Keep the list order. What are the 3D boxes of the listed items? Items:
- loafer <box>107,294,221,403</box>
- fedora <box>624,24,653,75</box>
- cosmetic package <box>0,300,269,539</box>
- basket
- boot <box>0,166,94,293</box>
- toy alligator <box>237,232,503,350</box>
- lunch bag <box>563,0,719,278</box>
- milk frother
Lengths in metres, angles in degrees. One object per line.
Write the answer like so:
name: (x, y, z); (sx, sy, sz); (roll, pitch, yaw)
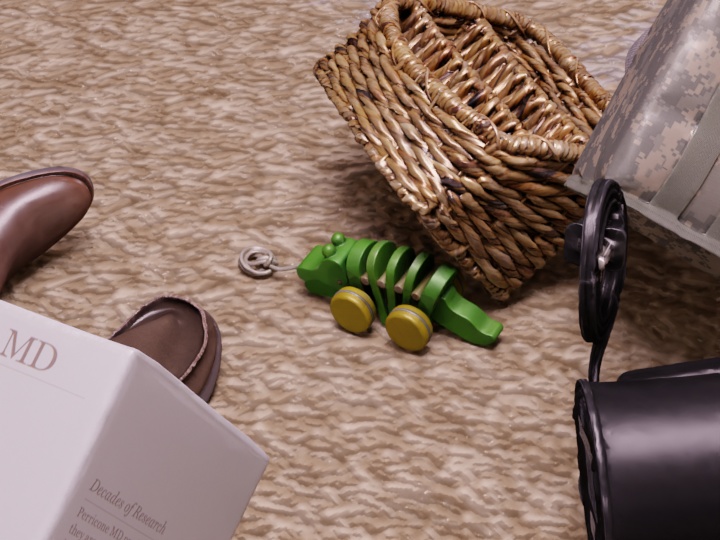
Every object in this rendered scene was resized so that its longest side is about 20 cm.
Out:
loafer: (-0.149, 0.077, 1.101); (0.073, 0.071, 0.200); (15, 46, 23)
fedora: (0.272, -0.099, 1.221); (0.199, 0.091, 0.177); (10, 45, 9)
cosmetic package: (-0.183, 0.132, 0.920); (0.167, 0.166, 0.201); (18, 75, 28)
basket: (0.075, -0.109, 1.191); (0.149, 0.143, 0.200); (-40, 43, 8)
boot: (-0.224, 0.033, 1.168); (0.186, 0.064, 0.200); (-32, 42, -7)
toy alligator: (0.000, 0.000, 1.179); (0.199, 0.054, 0.059); (18, 47, 26)
lunch bag: (0.248, -0.067, 1.076); (0.199, 0.164, 0.118); (29, 1, -8)
milk frother: (0.207, 0.055, 0.975); (0.187, 0.201, 0.181); (-7, 38, 1)
